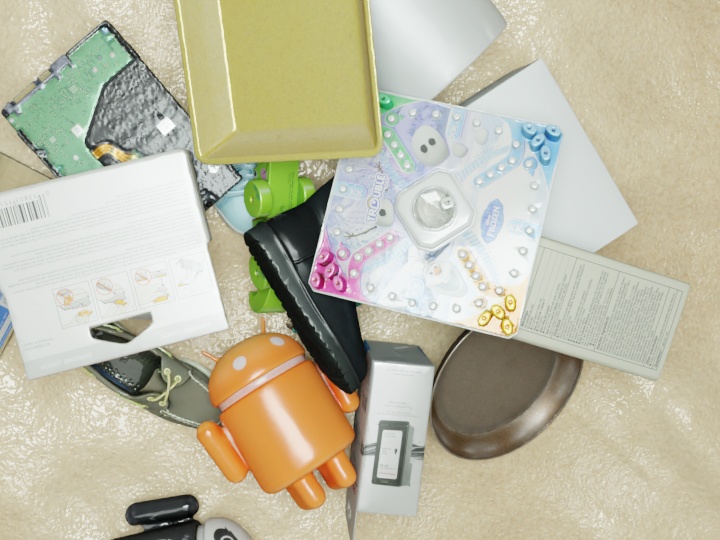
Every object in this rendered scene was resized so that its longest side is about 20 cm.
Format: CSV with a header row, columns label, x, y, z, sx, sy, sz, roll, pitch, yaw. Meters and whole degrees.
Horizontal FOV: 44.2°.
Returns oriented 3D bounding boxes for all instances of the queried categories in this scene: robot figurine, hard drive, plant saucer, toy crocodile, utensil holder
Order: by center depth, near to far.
label,x,y,z,sx,sy,sz,roll,pitch,yaw
plant saucer,-0.069,-0.202,0.806,0.199,0.048,0.201,1,105,26
hard drive,-0.232,-0.122,0.872,0.140,0.038,0.200,-41,99,0
utensil holder,0.024,-0.268,0.882,0.170,0.170,0.200,-43,99,0
toy crocodile,-0.089,-0.045,0.926,0.067,0.062,0.201,-14,117,-33
robot figurine,-0.084,0.151,0.926,0.144,0.117,0.200,-34,83,18
robot figurine,-0.205,0.335,0.942,0.199,0.125,0.151,-12,115,-4
plant saucer,0.156,0.116,0.967,0.200,0.032,0.201,-13,121,-22

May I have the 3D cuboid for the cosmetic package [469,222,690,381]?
label,x,y,z,sx,sy,sz,roll,pitch,yaw
cosmetic package,0.204,0.028,0.867,0.199,0.073,0.104,18,94,-7

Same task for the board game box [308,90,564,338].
label,x,y,z,sx,sy,sz,roll,pitch,yaw
board game box,0.068,-0.057,0.814,0.199,0.026,0.201,13,87,9

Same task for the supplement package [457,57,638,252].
label,x,y,z,sx,sy,sz,roll,pitch,yaw
supplement package,0.164,-0.094,0.942,0.156,0.111,0.200,-33,98,-1

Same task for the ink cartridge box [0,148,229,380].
label,x,y,z,sx,sy,sz,roll,pitch,yaw
ink cartridge box,-0.240,-0.007,0.843,0.199,0.045,0.177,-14,97,-3

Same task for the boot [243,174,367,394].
label,x,y,z,sx,sy,sz,roll,pitch,yaw
boot,0.000,0.000,0.891,0.168,0.076,0.200,-33,99,-19

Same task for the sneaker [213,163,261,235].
label,x,y,z,sx,sy,sz,roll,pitch,yaw
sneaker,-0.138,-0.129,0.922,0.074,0.082,0.201,-15,100,-3

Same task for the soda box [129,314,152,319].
label,x,y,z,sx,sy,sz,roll,pitch,yaw
soda box,-0.247,-0.051,0.929,0.068,0.063,0.201,1,96,-6

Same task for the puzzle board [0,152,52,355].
label,x,y,z,sx,sy,sz,roll,pitch,yaw
puzzle board,-0.407,-0.027,0.941,0.150,0.017,0.200,28,93,-9

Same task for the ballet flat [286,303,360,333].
label,x,y,z,sx,sy,sz,roll,pitch,yaw
ballet flat,0.007,0.008,0.968,0.199,0.068,0.075,-16,75,-9

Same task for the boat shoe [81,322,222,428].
label,x,y,z,sx,sy,sz,roll,pitch,yaw
boat shoe,-0.226,0.115,0.950,0.201,0.060,0.072,33,91,-8

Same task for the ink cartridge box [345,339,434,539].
label,x,y,z,sx,sy,sz,roll,pitch,yaw
ink cartridge box,0.028,0.186,0.955,0.068,0.116,0.201,6,96,-5
